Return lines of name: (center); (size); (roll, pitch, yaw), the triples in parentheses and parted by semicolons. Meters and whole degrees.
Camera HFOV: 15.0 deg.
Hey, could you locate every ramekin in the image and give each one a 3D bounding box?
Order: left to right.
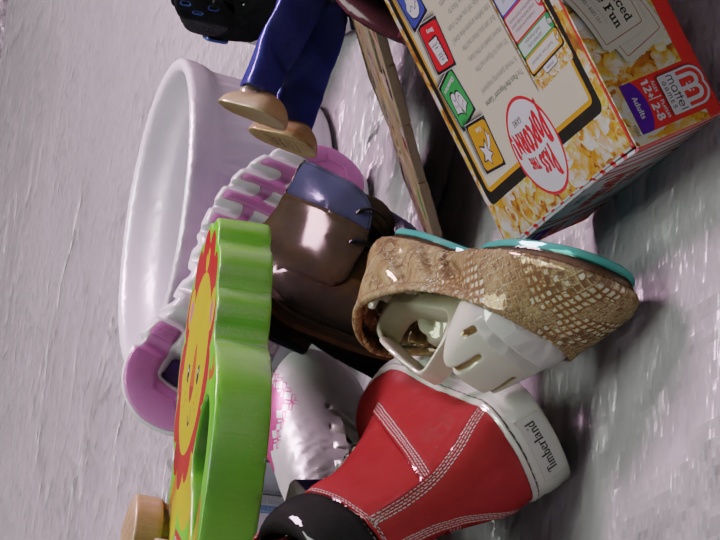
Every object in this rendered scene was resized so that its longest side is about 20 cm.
ramekin: (-0.086, -0.028, 1.737); (0.200, 0.097, 0.201); (-171, 90, -76)

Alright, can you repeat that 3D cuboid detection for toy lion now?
toy lion: (-0.069, 0.073, 1.323); (0.200, 0.068, 0.193); (-146, 65, -80)

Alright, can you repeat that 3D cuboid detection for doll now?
doll: (-0.012, -0.167, 1.555); (0.136, 0.048, 0.201); (41, -110, -58)

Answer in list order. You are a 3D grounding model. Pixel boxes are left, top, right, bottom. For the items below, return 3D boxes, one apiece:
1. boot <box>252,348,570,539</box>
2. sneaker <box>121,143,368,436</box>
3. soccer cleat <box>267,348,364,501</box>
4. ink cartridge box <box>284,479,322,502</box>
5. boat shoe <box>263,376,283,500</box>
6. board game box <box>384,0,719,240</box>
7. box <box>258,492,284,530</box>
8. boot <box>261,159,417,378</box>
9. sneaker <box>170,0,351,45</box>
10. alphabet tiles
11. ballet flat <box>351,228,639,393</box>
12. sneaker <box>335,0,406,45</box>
boot: (-0.003, 0.101, 1.245); (0.073, 0.144, 0.200); (61, 167, -8)
sneaker: (-0.067, 0.016, 1.597); (0.200, 0.080, 0.089); (-56, -12, -14)
soccer cleat: (-0.004, 0.122, 1.419); (0.086, 0.070, 0.201); (-47, 41, 51)
ink cartridge box: (0.000, 0.228, 1.281); (0.200, 0.040, 0.201); (38, 120, 56)
boat shoe: (-0.057, 0.114, 1.612); (0.200, 0.071, 0.068); (105, 164, -48)
board game box: (0.061, -0.123, 1.152); (0.201, 0.046, 0.151); (64, 158, 6)
box: (-0.047, 0.223, 1.512); (0.200, 0.060, 0.117); (-107, 30, -59)
boot: (0.000, 0.000, 1.409); (0.200, 0.075, 0.097); (18, 79, 50)
sneaker: (-0.059, -0.184, 1.700); (0.200, 0.111, 0.073); (135, 141, -66)
alphabet tiles: (0.011, -0.104, 1.436); (0.200, 0.008, 0.168); (-108, 1, -60)
ballet flat: (0.054, 0.022, 1.190); (0.065, 0.070, 0.200); (-63, 20, -10)
sneaker: (0.037, -0.171, 1.321); (0.200, 0.115, 0.076); (-99, 23, -49)
